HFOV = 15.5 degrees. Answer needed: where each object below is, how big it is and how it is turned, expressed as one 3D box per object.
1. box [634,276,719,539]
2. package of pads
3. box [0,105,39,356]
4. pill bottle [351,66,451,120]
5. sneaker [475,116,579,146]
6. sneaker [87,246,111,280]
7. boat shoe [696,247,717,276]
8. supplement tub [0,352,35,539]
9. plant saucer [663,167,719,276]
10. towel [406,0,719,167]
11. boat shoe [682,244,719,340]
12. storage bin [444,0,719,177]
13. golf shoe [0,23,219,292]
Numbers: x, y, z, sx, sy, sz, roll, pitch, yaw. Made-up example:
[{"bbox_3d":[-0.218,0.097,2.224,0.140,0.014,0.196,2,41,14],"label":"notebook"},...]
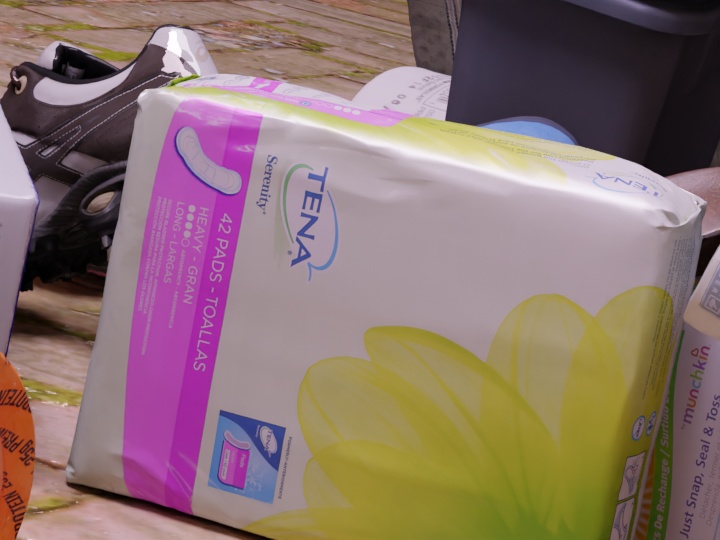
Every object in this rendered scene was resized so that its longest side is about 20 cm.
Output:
[{"bbox_3d":[0.180,0.077,0.942,0.200,0.102,0.112,20,15,34],"label":"box"},{"bbox_3d":[0.009,0.020,0.914,0.200,0.155,0.068,15,12,14],"label":"package of pads"},{"bbox_3d":[-0.224,-0.014,0.967,0.184,0.105,0.200,8,13,-14],"label":"box"},{"bbox_3d":[0.087,-0.021,1.277,0.200,0.115,0.114,20,14,31],"label":"pill bottle"},{"bbox_3d":[0.000,0.000,1.043,0.200,0.066,0.078,-24,6,2],"label":"sneaker"},{"bbox_3d":[-0.128,-0.033,1.277,0.095,0.079,0.200,31,5,-21],"label":"sneaker"},{"bbox_3d":[0.205,0.027,1.182,0.200,0.071,0.069,18,-32,-38],"label":"boat shoe"},{"bbox_3d":[-0.194,0.033,0.739,0.200,0.123,0.122,20,14,35],"label":"supplement tub"},{"bbox_3d":[0.094,0.007,1.042,0.200,0.037,0.200,-22,-13,-5],"label":"plant saucer"},{"bbox_3d":[0.117,-0.059,1.338,0.192,0.200,0.035,19,48,32],"label":"towel"},{"bbox_3d":[0.168,0.005,0.894,0.071,0.070,0.201,33,19,15],"label":"boat shoe"},{"bbox_3d":[0.117,-0.091,1.138,0.145,0.135,0.200,21,26,18],"label":"storage bin"},{"bbox_3d":[-0.132,-0.044,1.111,0.200,0.095,0.078,-14,-9,27],"label":"golf shoe"}]
